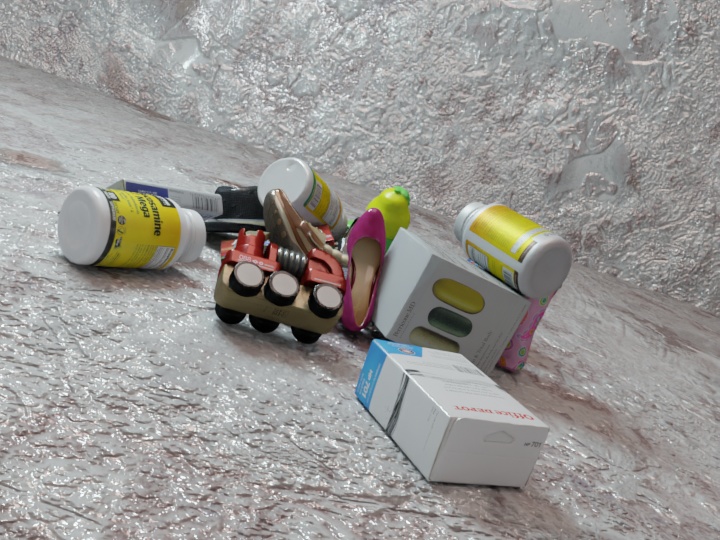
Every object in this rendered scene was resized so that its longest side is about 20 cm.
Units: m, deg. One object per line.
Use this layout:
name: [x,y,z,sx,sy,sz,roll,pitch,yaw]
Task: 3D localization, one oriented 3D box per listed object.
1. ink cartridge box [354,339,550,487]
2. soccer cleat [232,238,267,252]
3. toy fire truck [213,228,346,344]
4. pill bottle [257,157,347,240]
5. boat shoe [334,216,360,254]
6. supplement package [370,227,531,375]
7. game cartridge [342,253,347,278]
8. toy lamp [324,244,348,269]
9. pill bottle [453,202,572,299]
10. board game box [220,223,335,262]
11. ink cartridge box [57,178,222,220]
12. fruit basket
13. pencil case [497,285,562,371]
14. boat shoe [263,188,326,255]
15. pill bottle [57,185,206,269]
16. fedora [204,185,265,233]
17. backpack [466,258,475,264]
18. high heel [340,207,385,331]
ink cartridge box: [0.104,0.168,0.937,0.146,0.086,0.200,13,15,-29]
soccer cleat: [-0.140,0.012,1.225,0.200,0.086,0.070,28,14,31]
toy fire truck: [-0.117,-0.005,1.142,0.176,0.129,0.200,16,50,-16]
pill bottle: [-0.102,-0.124,1.492,0.113,0.113,0.200,28,-6,31]
boat shoe: [-0.031,-0.037,1.492,0.060,0.074,0.200,46,47,-5]
supplement package: [0.133,0.053,1.264,0.200,0.152,0.151,25,10,-23]
game cartridge: [-0.018,0.027,1.360,0.200,0.041,0.133,8,39,-39]
toy lamp: [0.000,0.000,1.327,0.200,0.058,0.058,27,10,-15]
pill bottle: [0.245,-0.041,1.292,0.109,0.109,0.200,10,20,-39]
board game box: [-0.151,-0.047,1.401,0.200,0.019,0.103,-10,20,-6]
ink cartridge box: [-0.372,-0.097,1.319,0.200,0.043,0.196,-18,-14,38]
fruit basket: [0.040,-0.084,1.639,0.215,0.216,0.156,18,5,-12]
pencil case: [0.284,0.074,1.359,0.087,0.200,0.087,23,9,-4]
boat shoe: [-0.093,-0.040,1.251,0.072,0.200,0.076,-25,1,-31]
pill bottle: [-0.334,-0.059,1.163,0.112,0.113,0.200,29,15,35]
fedora: [-0.228,-0.119,1.525,0.200,0.092,0.201,2,2,0]
backpack: [0.249,0.058,1.543,0.182,0.135,0.200,23,10,9]
high heel: [0.012,-0.002,1.235,0.067,0.200,0.096,9,0,-14]
